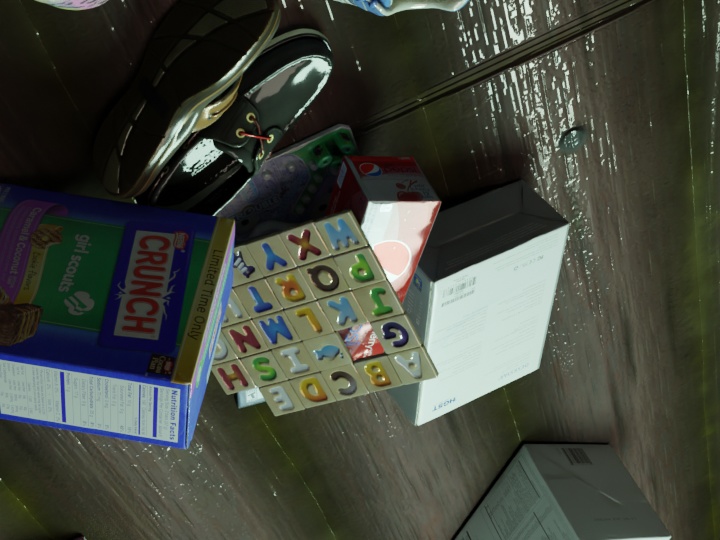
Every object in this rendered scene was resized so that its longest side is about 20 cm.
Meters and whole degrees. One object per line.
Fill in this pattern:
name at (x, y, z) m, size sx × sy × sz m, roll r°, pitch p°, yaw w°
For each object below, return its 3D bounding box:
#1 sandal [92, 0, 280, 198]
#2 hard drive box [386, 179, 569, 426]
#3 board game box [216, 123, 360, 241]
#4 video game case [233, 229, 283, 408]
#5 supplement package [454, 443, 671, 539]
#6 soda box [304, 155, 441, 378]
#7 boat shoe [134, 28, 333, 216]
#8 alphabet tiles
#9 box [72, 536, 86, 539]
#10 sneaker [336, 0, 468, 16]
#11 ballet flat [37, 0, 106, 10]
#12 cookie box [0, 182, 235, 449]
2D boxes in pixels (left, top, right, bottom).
sandal at (-0.123, -0.131, 0.878) m, size 0.055 × 0.082 × 0.200 m, roll 5°, pitch 129°, yaw -53°
hard drive box at (0.103, 0.033, 1.138) m, size 0.156 × 0.077 × 0.200 m, roll -22°, pitch 139°, yaw -25°
board game box at (-0.073, -0.013, 1.057) m, size 0.200 × 0.026 × 0.200 m, roll -25°, pitch 138°, yaw -3°
video game case at (-0.050, 0.038, 1.086) m, size 0.142 × 0.019 × 0.200 m, roll -14°, pitch 135°, yaw -16°
supplement package at (0.240, 0.335, 1.475) m, size 0.151 × 0.151 × 0.200 m, roll 6°, pitch 128°, yaw -33°
soda box at (0.000, 0.000, 1.016) m, size 0.070 × 0.063 × 0.200 m, roll -1°, pitch 132°, yaw -26°
boat shoe at (-0.094, -0.104, 0.931) m, size 0.201 × 0.063 × 0.074 m, roll -40°, pitch 135°, yaw 11°
alphabet tiles at (-0.056, 0.045, 1.005) m, size 0.200 × 0.008 × 0.167 m, roll -17°, pitch 116°, yaw 27°
box at (-0.346, 0.386, 1.229) m, size 0.200 × 0.128 × 0.109 m, roll -23°, pitch 138°, yaw -7°
sneaker at (-0.006, -0.226, 0.843) m, size 0.199 × 0.077 × 0.076 m, roll -1°, pitch 133°, yaw -25°
ballet flat at (-0.216, -0.221, 0.741) m, size 0.069 × 0.071 × 0.200 m, roll -32°, pitch 139°, yaw 3°
cookie box at (-0.203, 0.027, 0.869) m, size 0.199 × 0.171 × 0.075 m, roll 9°, pitch 134°, yaw -1°
